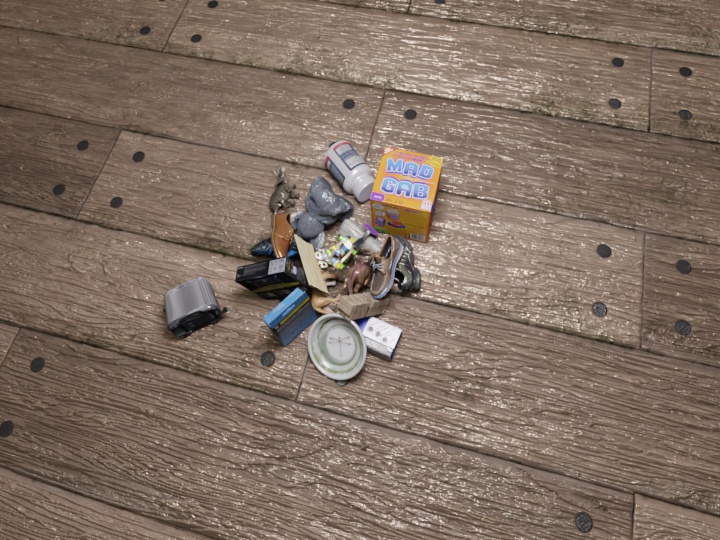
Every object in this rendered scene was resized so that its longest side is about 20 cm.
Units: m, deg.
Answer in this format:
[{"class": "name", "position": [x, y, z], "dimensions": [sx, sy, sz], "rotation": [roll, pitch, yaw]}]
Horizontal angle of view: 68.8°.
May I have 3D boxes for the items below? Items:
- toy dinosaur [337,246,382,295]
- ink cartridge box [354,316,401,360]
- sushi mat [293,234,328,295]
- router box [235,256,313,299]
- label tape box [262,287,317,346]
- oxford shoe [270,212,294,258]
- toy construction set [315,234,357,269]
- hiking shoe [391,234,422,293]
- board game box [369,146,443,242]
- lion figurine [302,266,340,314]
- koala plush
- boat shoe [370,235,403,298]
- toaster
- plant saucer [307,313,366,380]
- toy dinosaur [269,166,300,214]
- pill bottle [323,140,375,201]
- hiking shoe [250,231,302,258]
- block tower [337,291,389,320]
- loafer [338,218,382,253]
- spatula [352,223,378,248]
[{"class": "toy dinosaur", "position": [0.000, 0.000, 1.645], "dimensions": [0.085, 0.137, 0.200], "rotation": [33, 39, 6]}, {"class": "ink cartridge box", "position": [0.022, 0.193, 1.628], "dimensions": [0.195, 0.044, 0.096], "rotation": [22, 68, 14]}, {"class": "sushi mat", "position": [-0.155, -0.020, 1.639], "dimensions": [0.012, 0.095, 0.203], "rotation": [-35, 55, 21]}, {"class": "router box", "position": [-0.262, 0.027, 1.623], "dimensions": [0.195, 0.157, 0.054], "rotation": [-10, 61, 28]}, {"class": "label tape box", "position": [-0.216, 0.130, 1.588], "dimensions": [0.144, 0.201, 0.063], "rotation": [-42, 66, -14]}, {"class": "oxford shoe", "position": [-0.241, -0.102, 1.655], "dimensions": [0.069, 0.072, 0.205], "rotation": [-13, 60, 7]}, {"class": "toy construction set", "position": [-0.073, -0.050, 1.681], "dimensions": [0.092, 0.199, 0.131], "rotation": [48, 70, -13]}, {"class": "hiking shoe", "position": [0.123, -0.026, 1.683], "dimensions": [0.098, 0.076, 0.204], "rotation": [-7, 62, -32]}, {"class": "board game box", "position": [0.151, -0.245, 1.724], "dimensions": [0.194, 0.201, 0.205], "rotation": [13, 67, 9]}, {"class": "lion figurine", "position": [-0.130, 0.065, 1.668], "dimensions": [0.119, 0.073, 0.203], "rotation": [-1, 49, -15]}, {"class": "koala plush", "position": [-0.145, -0.184, 1.750], "dimensions": [0.177, 0.184, 0.201], "rotation": [41, 102, -2]}, {"class": "boat shoe", "position": [0.068, -0.015, 1.622], "dimensions": [0.071, 0.072, 0.204], "rotation": [0, 59, 38]}, {"class": "toaster", "position": [-0.529, 0.111, 1.671], "dimensions": [0.196, 0.114, 0.131], "rotation": [-25, 64, -5]}, {"class": "plant saucer", "position": [-0.064, 0.226, 1.587], "dimensions": [0.195, 0.050, 0.207], "rotation": [4, 100, 23]}, {"class": "toy dinosaur", "position": [-0.277, -0.257, 1.845], "dimensions": [0.100, 0.077, 0.205], "rotation": [9, 72, 21]}, {"class": "pill bottle", "position": [-0.030, -0.341, 1.825], "dimensions": [0.118, 0.120, 0.201], "rotation": [-33, 68, -11]}, {"class": "hiking shoe", "position": [-0.277, -0.063, 1.746], "dimensions": [0.195, 0.089, 0.075], "rotation": [-9, 20, 21]}, {"class": "block tower", "position": [0.008, 0.105, 1.595], "dimensions": [0.057, 0.198, 0.055], "rotation": [35, 111, 30]}, {"class": "loafer", "position": [0.010, -0.089, 1.747], "dimensions": [0.199, 0.070, 0.070], "rotation": [41, 108, 14]}, {"class": "spatula", "position": [0.012, -0.108, 1.678], "dimensions": [0.056, 0.021, 0.200], "rotation": [39, 32, 1]}]
